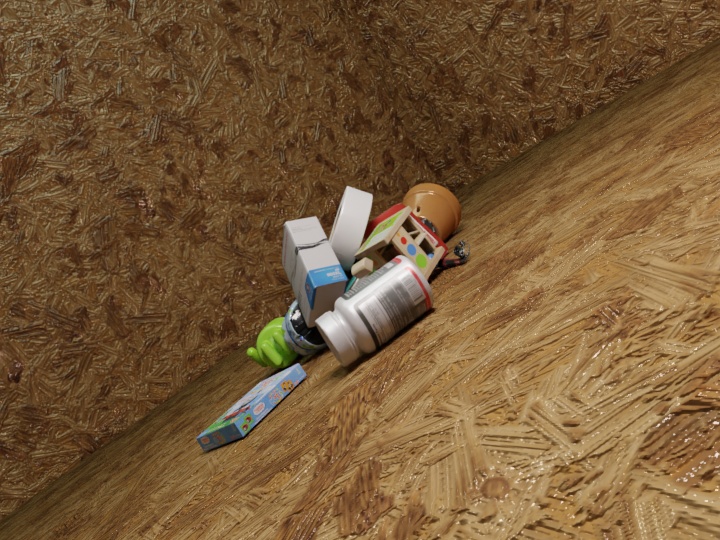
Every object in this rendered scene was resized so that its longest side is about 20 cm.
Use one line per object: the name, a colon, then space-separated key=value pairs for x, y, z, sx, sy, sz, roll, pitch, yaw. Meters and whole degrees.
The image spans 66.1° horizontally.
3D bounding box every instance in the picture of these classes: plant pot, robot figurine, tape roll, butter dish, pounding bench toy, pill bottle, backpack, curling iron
plant pot: x=0.209 y=-0.153 z=1.752 sx=0.199 sy=0.200 sz=0.141 roll=-30 pitch=21 yaw=40
robot figurine: x=-0.211 y=0.190 z=1.468 sx=0.176 sy=0.116 sz=0.200 roll=-46 pitch=3 yaw=2
tape roll: x=-0.032 y=-0.104 z=1.392 sx=0.202 sy=0.070 sz=0.206 roll=-162 pitch=89 yaw=-83
butter dish: x=0.103 y=-0.047 z=1.498 sx=0.199 sy=0.200 sz=0.149 roll=-36 pitch=-16 yaw=-38
pounding bench toy: x=0.080 y=-0.010 z=1.273 sx=0.124 sy=0.156 sz=0.201 roll=-26 pitch=21 yaw=51
pill bottle: x=0.024 y=0.074 z=0.990 sx=0.198 sy=0.115 sz=0.114 roll=-34 pitch=4 yaw=-12
backpack: x=-0.101 y=0.115 z=1.346 sx=0.153 sy=0.163 sz=0.200 roll=-41 pitch=5 yaw=39
curling iron: x=0.206 y=-0.027 z=1.298 sx=0.200 sy=0.025 sz=0.050 roll=147 pitch=142 yaw=-71

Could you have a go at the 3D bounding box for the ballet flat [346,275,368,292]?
ballet flat: x=0.025 y=-0.004 z=1.346 sx=0.069 sy=0.069 sz=0.202 roll=-27 pitch=33 yaw=58

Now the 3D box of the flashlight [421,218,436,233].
flashlight: x=0.130 y=-0.092 z=1.687 sx=0.199 sy=0.069 sz=0.068 roll=-31 pitch=3 yaw=34

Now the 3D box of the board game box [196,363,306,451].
board game box: x=-0.216 y=0.273 z=1.113 sx=0.150 sy=0.037 sz=0.199 roll=-31 pitch=4 yaw=40

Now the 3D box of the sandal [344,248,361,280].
sandal: x=0.000 y=0.000 z=1.459 sx=0.081 sy=0.055 sz=0.200 roll=-28 pitch=27 yaw=-3

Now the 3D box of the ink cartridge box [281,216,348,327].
ink cartridge box: x=-0.110 y=0.001 z=1.260 sx=0.083 sy=0.202 sz=0.146 roll=-12 pitch=-36 yaw=-22
